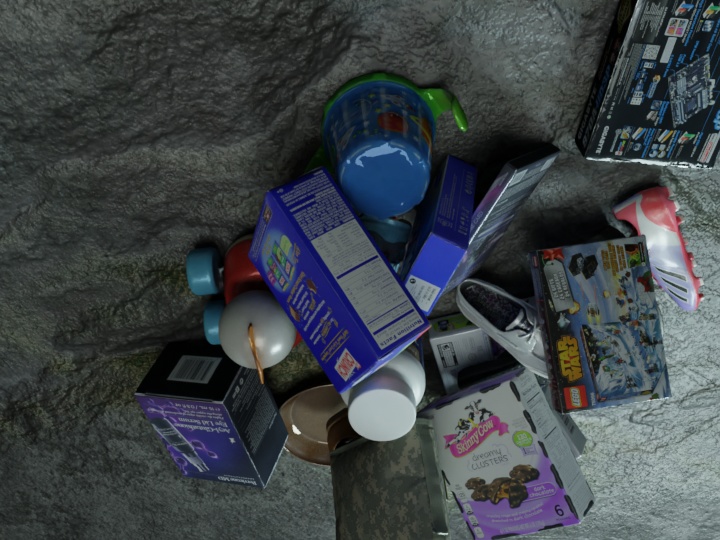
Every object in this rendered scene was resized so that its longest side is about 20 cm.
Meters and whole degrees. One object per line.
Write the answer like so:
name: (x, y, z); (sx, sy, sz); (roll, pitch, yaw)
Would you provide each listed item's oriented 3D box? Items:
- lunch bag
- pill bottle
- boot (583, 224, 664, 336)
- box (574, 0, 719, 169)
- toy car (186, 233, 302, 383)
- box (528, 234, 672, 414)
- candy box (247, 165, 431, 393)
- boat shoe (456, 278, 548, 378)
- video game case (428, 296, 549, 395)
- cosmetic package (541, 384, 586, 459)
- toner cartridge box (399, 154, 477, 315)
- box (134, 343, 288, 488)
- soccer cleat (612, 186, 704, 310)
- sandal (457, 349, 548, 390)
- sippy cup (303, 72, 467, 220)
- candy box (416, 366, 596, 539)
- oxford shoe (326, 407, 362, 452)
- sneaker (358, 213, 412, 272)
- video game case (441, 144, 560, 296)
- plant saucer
lunch bag: (0.051, 0.299, 0.904); (0.117, 0.164, 0.200); (9, 151, -29)
pill bottle: (0.028, 0.123, 0.892); (0.111, 0.200, 0.111); (1, 119, 1)
boot: (0.318, 0.044, 0.917); (0.131, 0.068, 0.200); (-32, 115, 4)
box: (0.345, -0.213, 0.748); (0.159, 0.046, 0.200); (3, 127, -4)
toy car: (-0.123, 0.071, 0.855); (0.184, 0.200, 0.177); (-5, 128, 2)
box: (0.291, 0.065, 0.830); (0.137, 0.040, 0.200); (-8, 88, -2)
candy box: (-0.031, 0.018, 0.727); (0.077, 0.200, 0.169); (-29, 170, -24)
boat shoe: (0.209, 0.071, 0.885); (0.072, 0.200, 0.069); (-48, 155, -1)
video game case: (0.210, 0.137, 1.014); (0.181, 0.045, 0.200); (-13, 127, 10)
cosmetic package: (0.221, 0.265, 1.014); (0.200, 0.071, 0.101); (-35, 81, 24)
toner cartridge box: (0.088, -0.047, 0.769); (0.043, 0.200, 0.095); (25, 124, -4)
box: (-0.211, 0.214, 0.999); (0.148, 0.104, 0.200); (0, 129, 21)
soccer cleat: (0.393, -0.022, 0.889); (0.076, 0.067, 0.200); (-18, 124, 23)
sandal: (0.228, 0.127, 0.955); (0.200, 0.048, 0.075); (-18, 129, 28)
sippy cup: (0.023, -0.129, 0.749); (0.140, 0.130, 0.178); (19, 125, -15)
candy box: (0.194, 0.253, 0.930); (0.168, 0.072, 0.200); (-30, 83, 37)
oxford shoe: (0.022, 0.218, 1.011); (0.071, 0.071, 0.200); (30, 119, -21)
sneaker: (0.000, 0.000, 0.830); (0.079, 0.096, 0.200); (15, 162, -6)
video game case: (0.156, -0.056, 0.816); (0.019, 0.143, 0.200); (41, 125, 16)
plant saucer: (-0.038, 0.241, 1.091); (0.200, 0.037, 0.201); (0, 128, -1)
